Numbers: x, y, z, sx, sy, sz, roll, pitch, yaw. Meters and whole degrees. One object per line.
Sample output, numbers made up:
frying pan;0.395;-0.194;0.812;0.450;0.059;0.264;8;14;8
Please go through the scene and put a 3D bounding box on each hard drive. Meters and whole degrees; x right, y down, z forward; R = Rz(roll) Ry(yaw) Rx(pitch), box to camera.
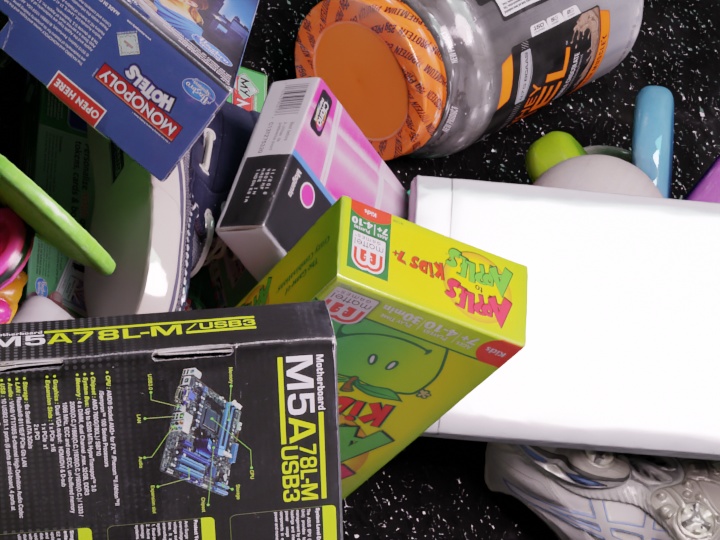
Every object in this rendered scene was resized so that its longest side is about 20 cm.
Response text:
hard drive;0.122;0.026;1.287;0.199;0.027;0.132;5;79;-7

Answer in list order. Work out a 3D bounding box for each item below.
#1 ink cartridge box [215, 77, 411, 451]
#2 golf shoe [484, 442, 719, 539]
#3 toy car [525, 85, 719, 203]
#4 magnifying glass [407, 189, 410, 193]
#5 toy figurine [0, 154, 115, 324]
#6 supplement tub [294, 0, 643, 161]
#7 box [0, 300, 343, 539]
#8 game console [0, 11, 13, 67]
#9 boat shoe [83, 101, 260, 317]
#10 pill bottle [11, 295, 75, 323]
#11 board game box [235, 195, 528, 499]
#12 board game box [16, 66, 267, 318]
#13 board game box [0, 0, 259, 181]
ink cartridge box;0.000;0.000;1.288;0.200;0.037;0.095;53;45;-43
golf shoe;0.156;0.130;1.338;0.200;0.097;0.078;35;50;4
toy car;0.185;-0.016;1.394;0.200;0.150;0.175;48;10;3
magnifying glass;0.016;0.011;1.385;0.080;0.022;0.200;52;45;5
toy figurine;-0.225;0.017;1.109;0.184;0.200;0.150;-49;131;-7
supplement tub;0.062;-0.139;1.443;0.200;0.123;0.123;-29;80;-42
box;-0.103;0.117;1.073;0.193;0.200;0.048;-6;23;-8
game console;-0.249;-0.149;1.284;0.200;0.119;0.172;50;17;15
boat shoe;-0.082;-0.027;1.250;0.093;0.075;0.200;22;39;-25
pill bottle;-0.110;0.114;1.166;0.200;0.112;0.112;40;47;-6
board game box;-0.015;0.048;1.212;0.101;0.200;0.048;20;52;-22
board game box;-0.114;-0.036;1.318;0.134;0.029;0.200;18;52;-25
board game box;-0.126;-0.151;1.246;0.200;0.062;0.200;40;21;1
